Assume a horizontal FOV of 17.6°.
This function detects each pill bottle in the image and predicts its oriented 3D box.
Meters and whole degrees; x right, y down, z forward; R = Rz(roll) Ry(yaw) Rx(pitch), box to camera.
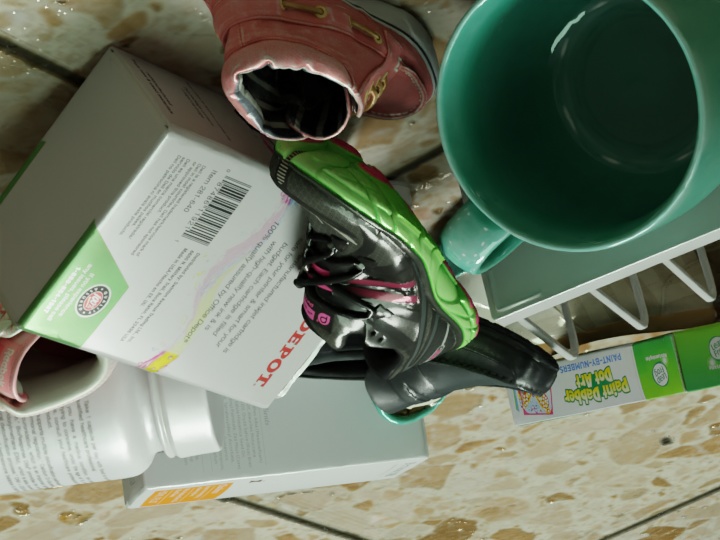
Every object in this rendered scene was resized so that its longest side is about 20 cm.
[{"bbox_3d":[-0.191,0.079,1.464,0.199,0.114,0.113,-7,152,3],"label":"pill bottle"}]

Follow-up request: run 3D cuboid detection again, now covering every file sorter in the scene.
[{"bbox_3d":[0.175,-0.050,1.362,0.200,0.139,0.124,-23,153,20],"label":"file sorter"}]

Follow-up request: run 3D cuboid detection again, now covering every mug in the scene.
[{"bbox_3d":[0.120,-0.091,1.251,0.185,0.152,0.114,-13,-173,32],"label":"mug"}]

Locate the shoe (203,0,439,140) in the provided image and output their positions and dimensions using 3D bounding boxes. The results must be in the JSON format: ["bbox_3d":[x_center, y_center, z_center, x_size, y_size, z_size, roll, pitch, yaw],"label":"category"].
[{"bbox_3d":[-0.017,-0.103,1.236,0.071,0.091,0.200,-25,150,23],"label":"shoe"}]

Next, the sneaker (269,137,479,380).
[{"bbox_3d":[0.000,0.000,1.282,0.084,0.077,0.200,-38,136,-1],"label":"sneaker"}]

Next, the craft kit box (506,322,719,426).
[{"bbox_3d":[0.233,0.060,1.581,0.200,0.049,0.197,-9,172,-30],"label":"craft kit box"}]

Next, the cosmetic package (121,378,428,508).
[{"bbox_3d":[-0.063,0.115,1.617,0.199,0.071,0.101,-6,168,-14],"label":"cosmetic package"}]

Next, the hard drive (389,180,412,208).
[{"bbox_3d":[-0.044,0.009,1.502,0.132,0.027,0.200,-6,151,-11],"label":"hard drive"}]

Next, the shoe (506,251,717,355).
[{"bbox_3d":[0.141,0.026,1.590,0.199,0.054,0.070,-10,-172,4],"label":"shoe"}]

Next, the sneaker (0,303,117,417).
[{"bbox_3d":[-0.232,0.031,1.348,0.200,0.105,0.076,7,110,-7],"label":"sneaker"}]

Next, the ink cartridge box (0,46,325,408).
[{"bbox_3d":[-0.094,-0.019,1.317,0.200,0.084,0.145,22,113,-45],"label":"ink cartridge box"}]

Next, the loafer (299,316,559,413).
[{"bbox_3d":[0.033,0.055,1.420,0.200,0.071,0.068,12,168,40],"label":"loafer"}]

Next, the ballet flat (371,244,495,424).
[{"bbox_3d":[0.064,0.034,1.512,0.067,0.071,0.200,14,134,-24],"label":"ballet flat"}]
